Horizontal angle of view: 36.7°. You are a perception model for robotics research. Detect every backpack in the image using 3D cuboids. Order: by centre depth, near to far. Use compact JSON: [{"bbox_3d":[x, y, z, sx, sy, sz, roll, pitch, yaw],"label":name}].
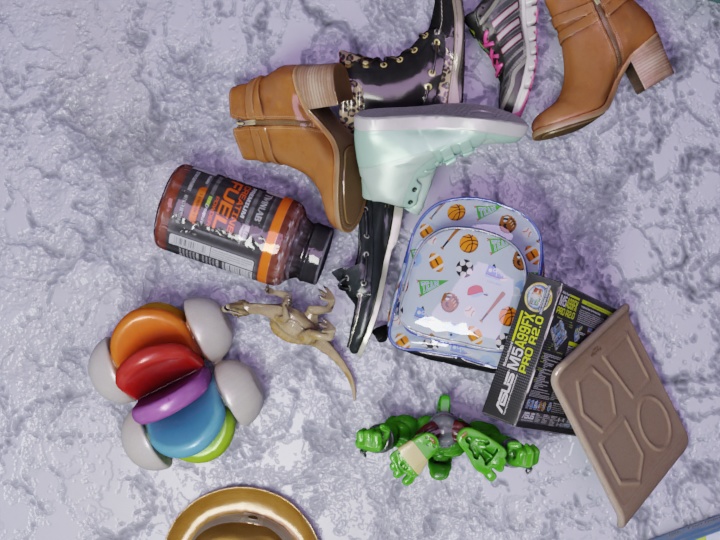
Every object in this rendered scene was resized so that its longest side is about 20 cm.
[{"bbox_3d":[0.125,0.012,1.254,0.198,0.154,0.192,12,80,4],"label":"backpack"}]

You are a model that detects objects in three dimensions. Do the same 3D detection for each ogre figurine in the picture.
[{"bbox_3d":[0.099,0.198,1.261,0.198,0.120,0.099,-15,93,3],"label":"ogre figurine"}]

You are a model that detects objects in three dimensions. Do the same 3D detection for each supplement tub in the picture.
[{"bbox_3d":[-0.134,-0.048,1.278,0.198,0.107,0.108,18,90,1],"label":"supplement tub"}]

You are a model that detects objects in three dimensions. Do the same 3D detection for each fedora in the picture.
[{"bbox_3d":[-0.142,0.355,1.282,0.199,0.082,0.203,0,90,1],"label":"fedora"}]

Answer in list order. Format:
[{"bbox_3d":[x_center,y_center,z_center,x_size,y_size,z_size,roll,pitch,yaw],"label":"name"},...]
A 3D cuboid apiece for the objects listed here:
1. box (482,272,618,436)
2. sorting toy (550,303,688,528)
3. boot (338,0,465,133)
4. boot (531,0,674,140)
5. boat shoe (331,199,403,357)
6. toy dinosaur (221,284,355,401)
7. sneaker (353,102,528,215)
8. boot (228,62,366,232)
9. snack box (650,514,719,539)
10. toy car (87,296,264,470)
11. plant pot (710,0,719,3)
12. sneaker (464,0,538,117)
[{"bbox_3d":[0.219,0.100,1.223,0.044,0.200,0.162,18,90,32],"label":"box"},{"bbox_3d":[0.294,0.162,1.240,0.036,0.185,0.201,-17,100,44],"label":"sorting toy"},{"bbox_3d":[0.048,-0.251,1.294,0.149,0.073,0.202,1,97,1],"label":"boot"},{"bbox_3d":[0.257,-0.256,1.290,0.199,0.074,0.155,-30,90,-11],"label":"boot"},{"bbox_3d":[0.000,-0.001,1.287,0.066,0.075,0.201,14,87,-4],"label":"boat shoe"},{"bbox_3d":[-0.062,0.068,1.289,0.199,0.101,0.058,33,50,-11],"label":"toy dinosaur"},{"bbox_3d":[0.092,-0.127,1.250,0.198,0.074,0.119,-2,112,-2],"label":"sneaker"},{"bbox_3d":[-0.078,-0.139,1.276,0.154,0.077,0.202,-6,102,29],"label":"boot"},{"bbox_3d":[0.451,0.391,1.274,0.167,0.068,0.202,-19,88,1],"label":"snack box"},{"bbox_3d":[-0.218,0.132,1.254,0.174,0.150,0.201,-26,88,1],"label":"toy car"},{"bbox_3d":[0.435,-0.393,1.229,0.159,0.200,0.203,2,89,13],"label":"plant pot"},{"bbox_3d":[0.164,-0.276,1.291,0.087,0.074,0.202,3,84,1],"label":"sneaker"}]
